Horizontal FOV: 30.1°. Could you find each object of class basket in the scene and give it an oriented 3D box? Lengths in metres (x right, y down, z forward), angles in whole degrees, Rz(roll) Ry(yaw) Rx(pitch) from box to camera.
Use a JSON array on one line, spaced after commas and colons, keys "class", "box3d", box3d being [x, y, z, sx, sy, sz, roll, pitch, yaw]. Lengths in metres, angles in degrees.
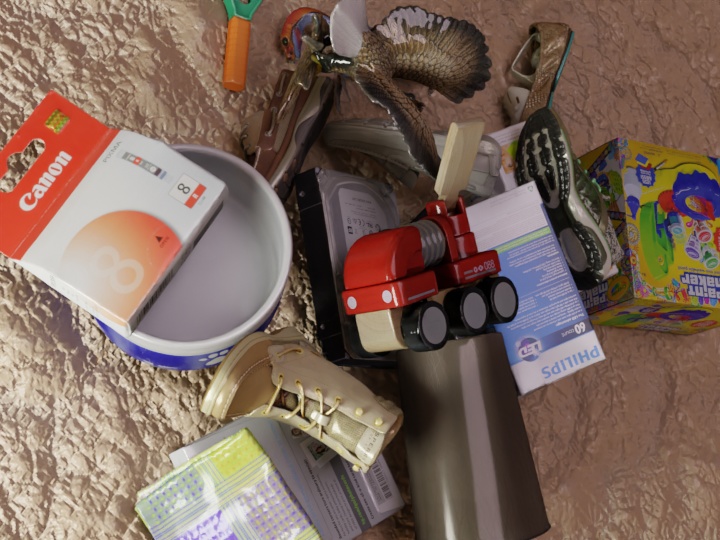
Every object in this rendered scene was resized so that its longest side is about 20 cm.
[{"class": "basket", "box3d": [0.106, 0.171, 1.350, 0.180, 0.134, 0.203, 0, 79, -69]}]

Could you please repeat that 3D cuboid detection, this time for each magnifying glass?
[{"class": "magnifying glass", "box3d": [-0.129, -0.289, 1.451, 0.079, 0.022, 0.203, 15, 68, -28]}]

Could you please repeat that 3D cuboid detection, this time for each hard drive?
[{"class": "hard drive", "box3d": [0.000, 0.000, 1.399, 0.139, 0.037, 0.203, 9, 69, -52]}]

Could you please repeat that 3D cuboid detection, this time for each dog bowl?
[{"class": "dog bowl", "box3d": [-0.165, -0.012, 1.260, 0.197, 0.079, 0.203, 3, 69, -8]}]

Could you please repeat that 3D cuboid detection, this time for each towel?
[{"class": "towel", "box3d": [-0.105, 0.260, 1.224, 0.202, 0.143, 0.023, 59, 13, 2]}]

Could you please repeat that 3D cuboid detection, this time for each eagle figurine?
[{"class": "eagle figurine", "box3d": [0.034, -0.193, 1.360, 0.197, 0.153, 0.151, 22, 25, 0]}]

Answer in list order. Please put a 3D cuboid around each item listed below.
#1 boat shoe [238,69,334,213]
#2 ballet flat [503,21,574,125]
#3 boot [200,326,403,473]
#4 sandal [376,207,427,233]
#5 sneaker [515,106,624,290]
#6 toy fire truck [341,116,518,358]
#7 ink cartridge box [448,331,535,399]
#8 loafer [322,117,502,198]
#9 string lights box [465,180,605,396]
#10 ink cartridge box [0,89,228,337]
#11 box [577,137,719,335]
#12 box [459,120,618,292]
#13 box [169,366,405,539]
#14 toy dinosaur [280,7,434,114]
[{"class": "boat shoe", "box3d": [-0.092, -0.129, 1.397, 0.071, 0.076, 0.202, 23, 57, 5]}, {"class": "ballet flat", "box3d": [0.208, -0.219, 1.626, 0.064, 0.071, 0.202, 16, 60, 3]}, {"class": "boot", "box3d": [-0.048, 0.127, 1.233, 0.155, 0.073, 0.200, 35, 15, 13]}, {"class": "sandal", "box3d": [0.045, -0.014, 1.405, 0.200, 0.042, 0.077, -29, 109, -59]}, {"class": "sneaker", "box3d": [0.233, -0.082, 1.466, 0.088, 0.076, 0.203, -17, 89, -47]}, {"class": "toy fire truck", "box3d": [0.067, -0.033, 1.296, 0.175, 0.128, 0.203, -16, 94, -46]}, {"class": "ink cartridge box", "box3d": [0.122, 0.054, 1.471, 0.103, 0.059, 0.202, -20, 86, -35]}, {"class": "loafer", "box3d": [0.053, -0.122, 1.448, 0.197, 0.070, 0.071, 11, 104, 10]}, {"class": "string lights box", "box3d": [0.170, 0.020, 1.415, 0.101, 0.059, 0.203, -21, 87, -10]}, {"class": "ink cartridge box", "box3d": [-0.241, -0.062, 1.198, 0.199, 0.050, 0.163, 34, 68, 1]}, {"class": "box", "box3d": [0.354, -0.035, 1.612, 0.197, 0.122, 0.196, 6, 72, -30]}, {"class": "box", "box3d": [0.189, -0.057, 1.526, 0.111, 0.101, 0.202, -21, 86, -35]}, {"class": "box", "box3d": [-0.068, 0.206, 1.313, 0.199, 0.041, 0.158, -25, 87, -37]}, {"class": "toy dinosaur", "box3d": [0.000, -0.236, 1.506, 0.181, 0.105, 0.200, 36, 20, -2]}]
